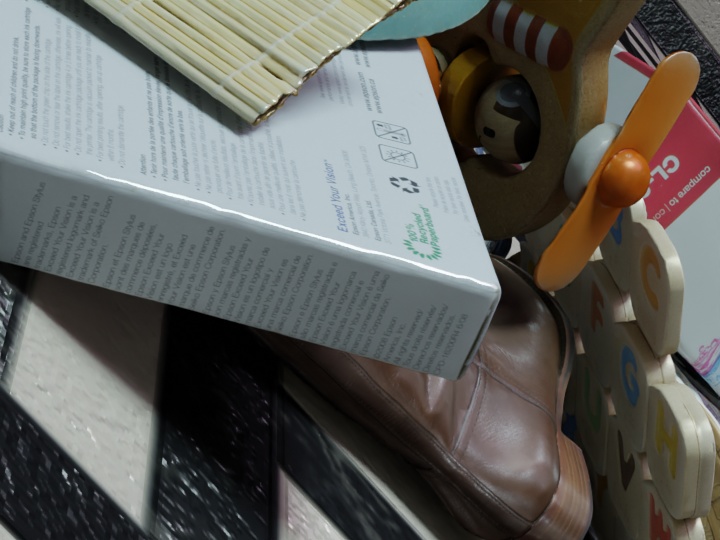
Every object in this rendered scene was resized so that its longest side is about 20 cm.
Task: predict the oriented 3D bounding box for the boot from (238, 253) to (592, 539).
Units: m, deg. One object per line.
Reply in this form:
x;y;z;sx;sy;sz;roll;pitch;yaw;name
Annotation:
0.000;0.000;0.832;0.200;0.064;0.187;40;17;-30;boot

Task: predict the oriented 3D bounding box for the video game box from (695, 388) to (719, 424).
0.196;0.113;1.219;0.201;0.047;0.182;55;17;7;video game box

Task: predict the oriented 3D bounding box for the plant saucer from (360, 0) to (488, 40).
-0.036;-0.156;0.801;0.199;0.036;0.201;18;35;-13;plant saucer

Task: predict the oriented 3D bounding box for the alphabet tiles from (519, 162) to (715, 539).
0.102;0.041;0.933;0.200;0.014;0.197;-113;-163;-49;alphabet tiles

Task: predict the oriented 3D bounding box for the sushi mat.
-0.076;-0.125;0.711;0.200;0.096;0.012;37;-32;18;sushi mat

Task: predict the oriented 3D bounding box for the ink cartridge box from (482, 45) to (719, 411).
0.160;-0.010;1.092;0.200;0.083;0.146;47;2;-22;ink cartridge box

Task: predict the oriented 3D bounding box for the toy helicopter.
0.083;-0.084;0.850;0.079;0.200;0.133;-7;57;-38;toy helicopter

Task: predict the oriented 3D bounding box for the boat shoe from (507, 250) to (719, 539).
0.135;0.074;1.054;0.201;0.071;0.069;59;16;25;boat shoe

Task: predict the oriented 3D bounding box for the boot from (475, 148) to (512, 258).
0.005;-0.084;1.044;0.201;0.072;0.090;64;8;7;boot

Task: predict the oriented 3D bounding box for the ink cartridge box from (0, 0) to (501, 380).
-0.066;-0.054;0.700;0.199;0.043;0.197;16;27;-15;ink cartridge box
